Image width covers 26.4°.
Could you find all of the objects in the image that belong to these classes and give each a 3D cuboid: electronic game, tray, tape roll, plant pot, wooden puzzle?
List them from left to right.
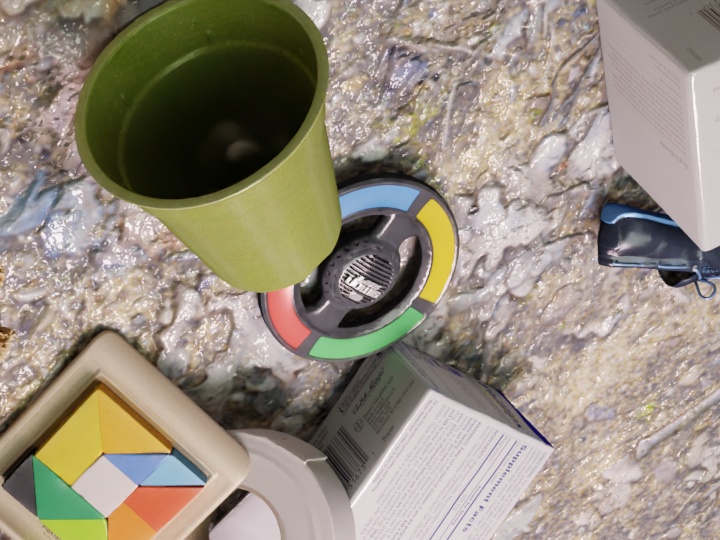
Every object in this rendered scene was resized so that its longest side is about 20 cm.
[{"bbox_3d":[-0.225,0.183,1.360,0.185,0.037,0.200,43,97,-12],"label":"wooden puzzle"},{"bbox_3d":[-0.095,-0.083,1.201,0.199,0.201,0.191,-32,146,-3],"label":"plant pot"},{"bbox_3d":[-0.106,0.246,1.414,0.202,0.203,0.071,-45,165,9],"label":"tape roll"},{"bbox_3d":[-0.061,0.264,1.575,0.107,0.022,0.200,-45,132,8],"label":"tray"},{"bbox_3d":[0.000,0.000,1.394,0.197,0.042,0.202,-15,130,-18],"label":"electronic game"}]

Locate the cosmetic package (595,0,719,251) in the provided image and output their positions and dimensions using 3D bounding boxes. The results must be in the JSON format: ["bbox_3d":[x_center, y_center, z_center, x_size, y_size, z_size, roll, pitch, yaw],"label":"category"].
[{"bbox_3d":[0.325,-0.164,1.362,0.166,0.167,0.202,-24,132,-10],"label":"cosmetic package"}]

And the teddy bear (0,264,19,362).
[{"bbox_3d":[-0.350,0.026,1.217,0.144,0.067,0.200,-33,140,11],"label":"teddy bear"}]

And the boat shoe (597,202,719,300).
[{"bbox_3d":[0.314,-0.017,1.535,0.197,0.084,0.070,13,99,-20],"label":"boat shoe"}]

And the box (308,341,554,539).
[{"bbox_3d":[0.058,0.192,1.515,0.199,0.105,0.185,28,101,-40],"label":"box"}]
